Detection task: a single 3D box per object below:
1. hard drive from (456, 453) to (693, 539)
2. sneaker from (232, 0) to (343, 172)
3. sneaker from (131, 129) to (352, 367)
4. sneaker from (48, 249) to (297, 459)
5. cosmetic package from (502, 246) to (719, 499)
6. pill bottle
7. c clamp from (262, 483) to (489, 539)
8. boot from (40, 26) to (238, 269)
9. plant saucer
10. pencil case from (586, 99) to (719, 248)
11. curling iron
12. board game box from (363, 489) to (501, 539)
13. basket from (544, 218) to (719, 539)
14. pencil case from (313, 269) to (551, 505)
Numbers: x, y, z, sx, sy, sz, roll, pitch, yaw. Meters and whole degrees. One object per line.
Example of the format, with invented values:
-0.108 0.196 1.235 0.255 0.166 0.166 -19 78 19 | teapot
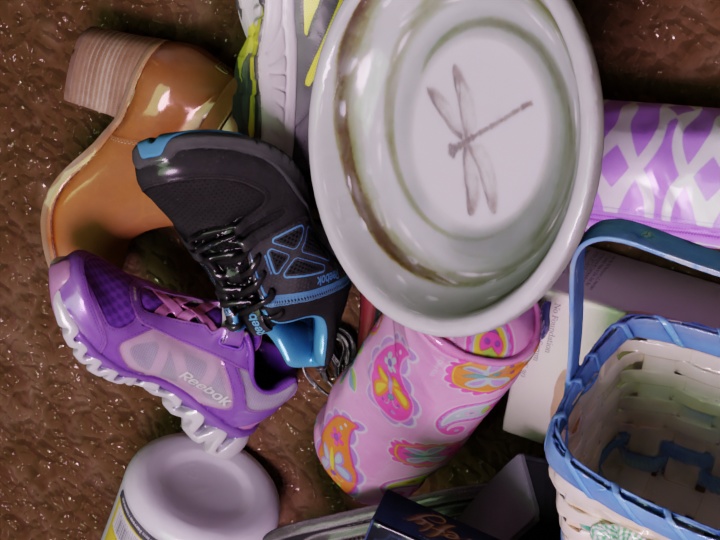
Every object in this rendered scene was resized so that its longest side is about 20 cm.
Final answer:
0.113 0.188 0.873 0.134 0.042 0.200 14 138 -13 | hard drive
-0.025 -0.152 0.829 0.074 0.084 0.201 -150 64 -65 | sneaker
-0.058 -0.011 0.807 0.073 0.082 0.200 -8 152 28 | sneaker
-0.112 0.041 0.925 0.088 0.081 0.200 -29 132 22 | sneaker
0.189 0.065 0.812 0.199 0.071 0.106 16 119 20 | cosmetic package
-0.137 0.221 1.028 0.112 0.112 0.200 31 124 11 | pill bottle
0.026 0.166 0.928 0.199 0.171 0.027 -17 66 23 | c clamp
-0.116 -0.048 0.924 0.155 0.077 0.201 20 113 13 | boot
0.054 -0.068 0.723 0.200 0.050 0.201 6 99 48 | plant saucer
0.162 -0.044 0.766 0.199 0.086 0.084 9 151 27 | pencil case
0.000 0.000 0.905 0.049 0.026 0.201 19 120 13 | curling iron
0.080 0.215 0.749 0.199 0.035 0.136 23 115 8 | board game box
0.180 0.077 0.694 0.176 0.139 0.201 17 128 20 | basket
0.036 0.062 0.838 0.087 0.087 0.200 37 142 7 | pencil case
